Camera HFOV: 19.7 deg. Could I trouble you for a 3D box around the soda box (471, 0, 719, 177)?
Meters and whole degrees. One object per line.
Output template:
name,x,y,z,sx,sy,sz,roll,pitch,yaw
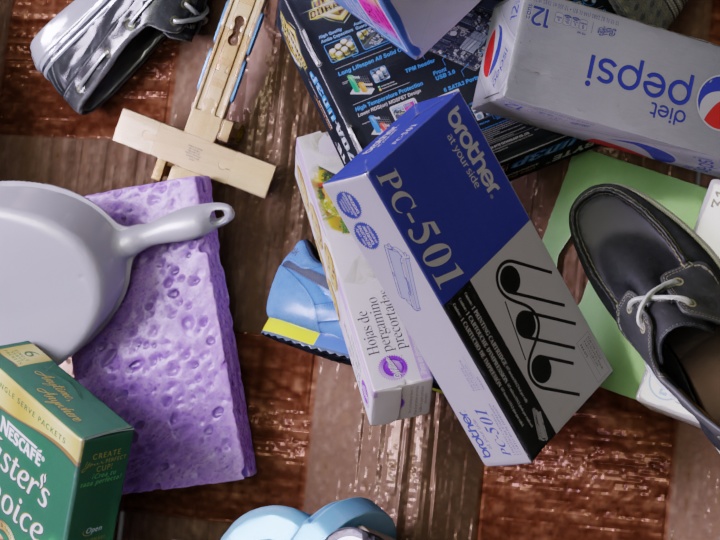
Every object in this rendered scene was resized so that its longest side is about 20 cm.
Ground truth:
soda box,0.172,-0.106,1.247,0.198,0.063,0.069,14,84,-14

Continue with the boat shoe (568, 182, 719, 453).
boat shoe,0.188,0.026,1.219,0.072,0.068,0.201,-37,70,12

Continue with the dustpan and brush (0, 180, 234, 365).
dustpan and brush,-0.178,-0.007,1.337,0.198,0.057,0.141,-12,114,14

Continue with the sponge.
sponge,-0.138,0.044,1.373,0.110,0.030,0.202,-10,87,17

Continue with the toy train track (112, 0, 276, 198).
toy train track,-0.094,-0.119,1.395,0.114,0.033,0.202,21,95,11

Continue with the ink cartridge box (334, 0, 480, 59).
ink cartridge box,0.008,-0.235,1.262,0.136,0.077,0.200,-43,50,-9

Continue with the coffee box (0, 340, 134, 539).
coffee box,-0.210,0.160,1.322,0.123,0.044,0.202,35,121,38

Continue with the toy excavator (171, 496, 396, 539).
toy excavator,-0.073,0.203,1.317,0.200,0.100,0.195,39,94,34

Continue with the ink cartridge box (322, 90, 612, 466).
ink cartridge box,0.066,0.006,1.220,0.044,0.094,0.201,-11,114,50

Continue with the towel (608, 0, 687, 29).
towel,0.177,-0.260,1.242,0.034,0.200,0.193,25,76,41

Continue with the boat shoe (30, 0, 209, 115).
boat shoe,-0.134,-0.183,1.415,0.200,0.072,0.071,-40,80,18

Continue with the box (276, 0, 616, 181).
box,0.068,-0.133,1.303,0.198,0.046,0.160,-22,73,-14

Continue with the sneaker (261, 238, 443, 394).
sneaker,0.033,0.033,1.317,0.198,0.066,0.079,18,82,20

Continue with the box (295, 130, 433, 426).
box,0.000,0.000,1.286,0.038,0.042,0.201,-11,56,-9

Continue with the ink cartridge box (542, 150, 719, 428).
ink cartridge box,0.197,0.014,1.277,0.198,0.048,0.147,20,87,18
